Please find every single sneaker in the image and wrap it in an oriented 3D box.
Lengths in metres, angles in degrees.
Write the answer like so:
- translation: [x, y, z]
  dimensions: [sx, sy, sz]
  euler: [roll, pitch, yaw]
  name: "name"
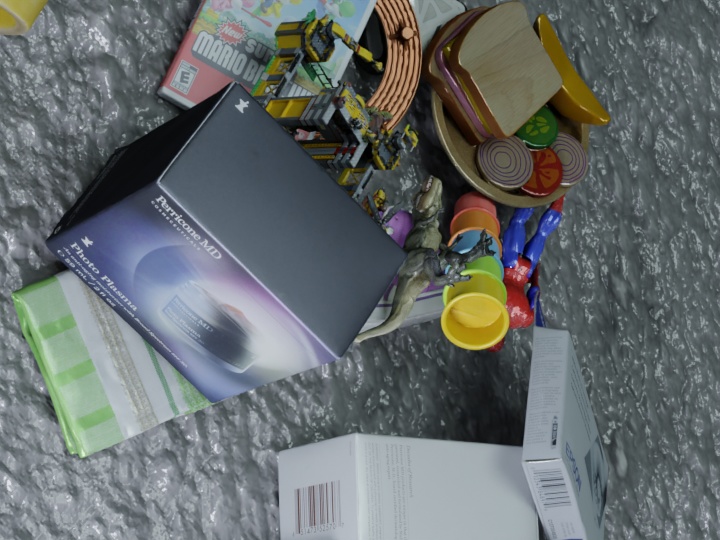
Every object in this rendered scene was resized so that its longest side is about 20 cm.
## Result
- translation: [0.000, 0.000, 1.704]
  dimensions: [0.200, 0.073, 0.115]
  euler: [-11, 81, -50]
  name: "sneaker"
- translation: [0.040, -0.283, 1.820]
  dimensions: [0.115, 0.075, 0.201]
  euler: [-4, 88, -48]
  name: "sneaker"

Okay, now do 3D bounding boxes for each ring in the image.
- translation: [-0.034, -0.201, 1.718]
  dimensions: [0.200, 0.019, 0.201]
  euler: [1, 87, -21]
  name: "ring"

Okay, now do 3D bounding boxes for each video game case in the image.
- translation: [-0.075, -0.209, 1.682]
  dimensions: [0.143, 0.017, 0.201]
  euler: [28, 77, -19]
  name: "video game case"

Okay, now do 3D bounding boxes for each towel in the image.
- translation: [-0.180, 0.055, 1.572]
  dimensions: [0.200, 0.031, 0.150]
  euler: [-21, 89, -38]
  name: "towel"

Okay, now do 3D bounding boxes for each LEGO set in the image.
- translation: [-0.006, -0.118, 1.619]
  dimensions: [0.154, 0.116, 0.200]
  euler: [-54, 131, -38]
  name: "LEGO set"

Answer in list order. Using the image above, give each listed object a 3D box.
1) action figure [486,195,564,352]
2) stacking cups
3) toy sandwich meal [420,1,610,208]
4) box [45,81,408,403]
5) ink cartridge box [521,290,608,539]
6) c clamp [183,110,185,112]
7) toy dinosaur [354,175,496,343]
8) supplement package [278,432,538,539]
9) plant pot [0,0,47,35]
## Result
- translation: [0.152, -0.009, 1.835]
  dimensions: [0.065, 0.052, 0.201]
  euler: [32, 59, -23]
  name: "action figure"
- translation: [0.106, -0.011, 1.731]
  dimensions: [0.060, 0.060, 0.200]
  euler: [43, 28, -21]
  name: "stacking cups"
- translation: [0.151, -0.160, 1.809]
  dimensions: [0.205, 0.070, 0.206]
  euler: [9, 72, -30]
  name: "toy sandwich meal"
- translation: [-0.108, -0.016, 1.501]
  dimensions: [0.200, 0.198, 0.123]
  euler: [44, 56, -16]
  name: "box"
- translation: [0.189, 0.153, 1.729]
  dimensions: [0.200, 0.040, 0.200]
  euler: [69, 21, -44]
  name: "ink cartridge box"
- translation: [-0.066, -0.055, 1.592]
  dimensions: [0.027, 0.200, 0.171]
  euler: [-44, 116, -14]
  name: "c clamp"
- translation: [0.062, -0.006, 1.658]
  dimensions: [0.048, 0.088, 0.200]
  euler: [61, 36, -33]
  name: "toy dinosaur"
- translation: [0.043, 0.210, 1.643]
  dimensions: [0.199, 0.117, 0.118]
  euler: [8, 72, -36]
  name: "supplement package"
- translation: [-0.287, -0.296, 1.488]
  dimensions: [0.200, 0.201, 0.190]
  euler: [25, 79, -31]
  name: "plant pot"
